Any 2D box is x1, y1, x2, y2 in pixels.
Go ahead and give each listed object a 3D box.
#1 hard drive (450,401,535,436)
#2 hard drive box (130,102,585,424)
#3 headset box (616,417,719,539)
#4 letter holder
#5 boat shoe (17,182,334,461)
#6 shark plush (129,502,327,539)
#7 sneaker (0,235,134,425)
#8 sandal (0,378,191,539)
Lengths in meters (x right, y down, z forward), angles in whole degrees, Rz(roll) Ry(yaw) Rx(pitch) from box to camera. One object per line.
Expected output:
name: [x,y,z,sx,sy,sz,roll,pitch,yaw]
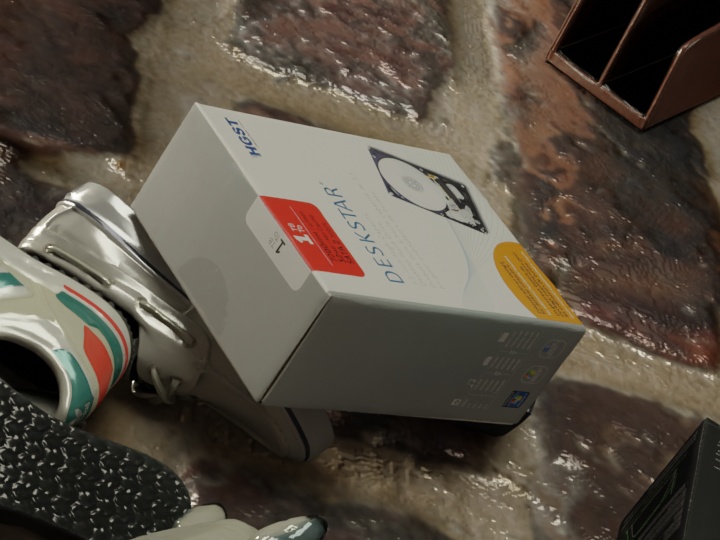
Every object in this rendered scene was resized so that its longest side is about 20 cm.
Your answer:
hard drive: [0.019,0.020,1.301,0.200,0.042,0.135,28,32,1]
hard drive box: [0.000,0.000,1.174,0.200,0.077,0.156,7,37,-45]
headset box: [0.216,0.199,1.119,0.174,0.093,0.200,31,29,-3]
letter holder: [0.260,-0.214,1.716,0.100,0.142,0.200,39,34,19]
boat shoe: [-0.102,0.039,1.168,0.200,0.072,0.066,45,65,5]
shark plush: [-0.085,0.165,0.989,0.091,0.084,0.200,-2,6,36]
sneaker: [-0.215,0.019,1.105,0.199,0.070,0.093,28,26,-2]
sandal: [-0.177,0.094,1.050,0.200,0.048,0.076,32,53,-18]
